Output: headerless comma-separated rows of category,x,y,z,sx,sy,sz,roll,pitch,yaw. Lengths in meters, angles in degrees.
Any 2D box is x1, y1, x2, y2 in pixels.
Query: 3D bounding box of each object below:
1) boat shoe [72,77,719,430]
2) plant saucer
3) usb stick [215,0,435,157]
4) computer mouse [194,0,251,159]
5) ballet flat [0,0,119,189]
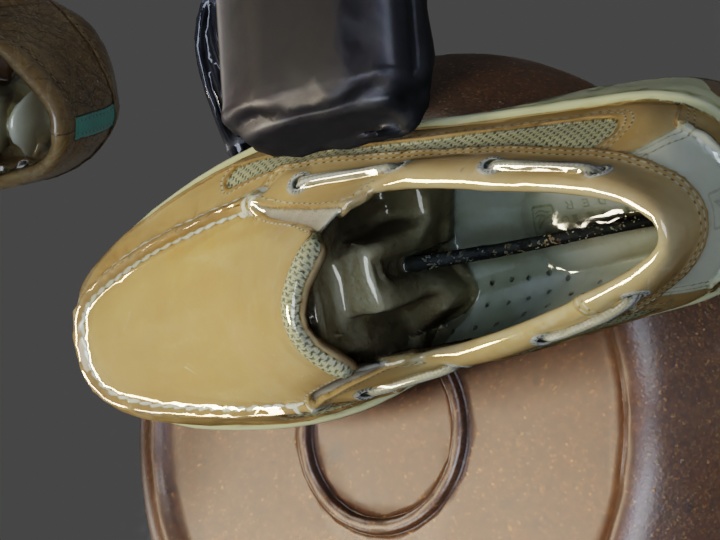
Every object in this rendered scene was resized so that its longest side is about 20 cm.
boat shoe,0.000,0.000,0.707,0.200,0.076,0.072,-19,96,34
plant saucer,0.013,0.042,0.770,0.200,0.034,0.201,-2,86,36
usb stick,-0.014,-0.125,0.721,0.055,0.033,0.200,-13,72,28
computer mouse,-0.011,-0.114,0.774,0.058,0.034,0.201,4,90,22
ballet flat,-0.165,-0.046,0.797,0.199,0.072,0.068,5,107,-3
